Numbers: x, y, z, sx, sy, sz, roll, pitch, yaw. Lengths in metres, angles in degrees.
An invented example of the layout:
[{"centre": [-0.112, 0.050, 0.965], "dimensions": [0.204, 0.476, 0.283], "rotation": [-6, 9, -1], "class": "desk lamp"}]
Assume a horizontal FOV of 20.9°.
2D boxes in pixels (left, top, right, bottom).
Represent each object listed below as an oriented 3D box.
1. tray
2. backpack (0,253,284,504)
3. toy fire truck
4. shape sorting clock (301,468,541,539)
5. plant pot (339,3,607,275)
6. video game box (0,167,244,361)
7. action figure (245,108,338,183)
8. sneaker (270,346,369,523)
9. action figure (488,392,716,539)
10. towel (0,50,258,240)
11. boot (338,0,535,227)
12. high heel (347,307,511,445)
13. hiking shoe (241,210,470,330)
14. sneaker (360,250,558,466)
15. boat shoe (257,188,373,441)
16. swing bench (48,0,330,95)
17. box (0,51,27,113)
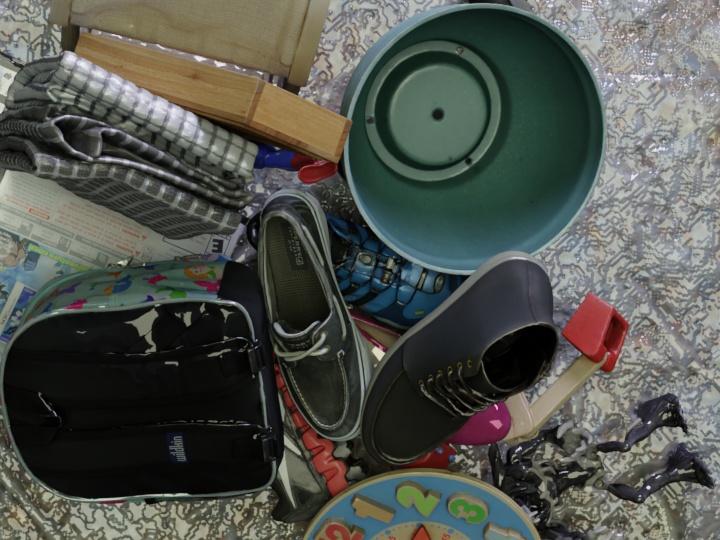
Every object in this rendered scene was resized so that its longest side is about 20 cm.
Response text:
[{"centre": [-0.111, -0.125, 1.407], "dimensions": [0.099, 0.200, 0.037], "rotation": [20, 89, -47], "class": "tray"}, {"centre": [-0.163, 0.080, 1.449], "dimensions": [0.199, 0.151, 0.178], "rotation": [-8, 113, 1], "class": "backpack"}, {"centre": [0.107, 0.092, 1.553], "dimensions": [0.141, 0.049, 0.200], "rotation": [30, 86, 29], "class": "toy fire truck"}, {"centre": [0.048, 0.242, 1.549], "dimensions": [0.199, 0.039, 0.201], "rotation": [2, 118, 4], "class": "shape sorting clock"}, {"centre": [0.070, -0.110, 1.480], "dimensions": [0.200, 0.134, 0.201], "rotation": [-3, 105, -13], "class": "plant pot"}, {"centre": [-0.215, 0.008, 1.537], "dimensions": [0.200, 0.047, 0.183], "rotation": [24, 85, -22], "class": "video game box"}, {"centre": [-0.089, -0.103, 1.507], "dimensions": [0.052, 0.200, 0.066], "rotation": [-13, 102, -29], "class": "action figure"}, {"centre": [-0.078, 0.115, 1.560], "dimensions": [0.098, 0.071, 0.201], "rotation": [-31, 86, 4], "class": "sneaker"}, {"centre": [0.178, 0.170, 1.568], "dimensions": [0.199, 0.102, 0.119], "rotation": [-22, 99, -7], "class": "action figure"}, {"centre": [-0.175, -0.082, 1.413], "dimensions": [0.165, 0.200, 0.086], "rotation": [25, 85, -20], "class": "towel"}, {"centre": [0.060, -0.143, 1.583], "dimensions": [0.200, 0.066, 0.165], "rotation": [-30, 90, 0], "class": "boot"}, {"centre": [0.023, 0.074, 1.514], "dimensions": [0.200, 0.096, 0.067], "rotation": [33, 88, 29], "class": "high heel"}, {"centre": [0.000, 0.000, 1.525], "dimensions": [0.199, 0.087, 0.075], "rotation": [14, 89, 21], "class": "hiking shoe"}, {"centre": [0.067, 0.082, 1.422], "dimensions": [0.075, 0.106, 0.200], "rotation": [31, 111, -16], "class": "sneaker"}, {"centre": [-0.044, 0.041, 1.472], "dimensions": [0.072, 0.071, 0.201], "rotation": [-13, 102, 19], "class": "boat shoe"}, {"centre": [-0.126, -0.215, 1.494], "dimensions": [0.198, 0.200, 0.130], "rotation": [14, 88, -4], "class": "swing bench"}, {"centre": [-0.328, -0.084, 1.552], "dimensions": [0.161, 0.049, 0.201], "rotation": [23, 88, -7], "class": "box"}]
